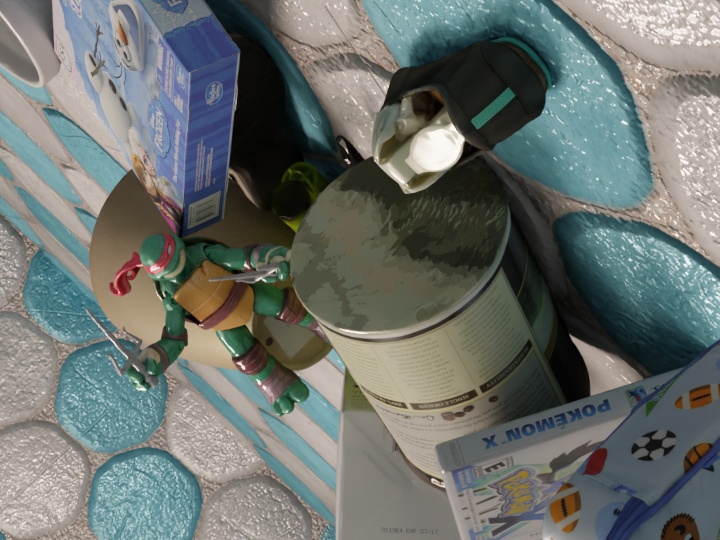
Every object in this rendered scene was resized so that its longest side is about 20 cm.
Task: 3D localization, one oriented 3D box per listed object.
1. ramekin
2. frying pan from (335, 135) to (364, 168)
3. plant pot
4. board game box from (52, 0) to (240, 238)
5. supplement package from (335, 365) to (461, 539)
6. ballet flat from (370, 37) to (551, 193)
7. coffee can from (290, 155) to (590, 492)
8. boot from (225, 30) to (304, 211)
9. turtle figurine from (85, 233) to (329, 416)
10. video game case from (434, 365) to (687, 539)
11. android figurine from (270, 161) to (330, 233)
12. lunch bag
[{"bbox_3d":[-0.289,-0.256,1.257,0.200,0.105,0.200,41,167,12],"label":"ramekin"},{"bbox_3d":[0.017,-0.047,1.142,0.190,0.031,0.115,53,166,-31],"label":"frying pan"},{"bbox_3d":[-0.101,0.009,1.315,0.200,0.187,0.188,28,160,50],"label":"plant pot"},{"bbox_3d":[-0.157,-0.155,1.105,0.200,0.043,0.201,55,156,22],"label":"board game box"},{"bbox_3d":[0.038,0.135,1.241,0.113,0.111,0.200,2,-168,-1],"label":"supplement package"},{"bbox_3d":[0.041,-0.084,0.884,0.068,0.068,0.200,44,167,-6],"label":"ballet flat"},{"bbox_3d":[0.057,0.037,1.033,0.146,0.146,0.200,32,162,40],"label":"coffee can"},{"bbox_3d":[-0.124,-0.141,1.201,0.150,0.073,0.200,39,169,25],"label":"boot"},{"bbox_3d":[-0.101,0.024,1.147,0.199,0.150,0.101,33,-155,-39],"label":"turtle figurine"},{"bbox_3d":[0.145,0.129,1.019,0.200,0.181,0.022,71,-179,-62],"label":"video game case"},{"bbox_3d":[0.000,0.000,1.210,0.183,0.041,0.200,56,-172,29],"label":"android figurine"},{"bbox_3d":[0.196,0.135,0.823,0.075,0.199,0.161,17,137,58],"label":"lunch bag"}]
